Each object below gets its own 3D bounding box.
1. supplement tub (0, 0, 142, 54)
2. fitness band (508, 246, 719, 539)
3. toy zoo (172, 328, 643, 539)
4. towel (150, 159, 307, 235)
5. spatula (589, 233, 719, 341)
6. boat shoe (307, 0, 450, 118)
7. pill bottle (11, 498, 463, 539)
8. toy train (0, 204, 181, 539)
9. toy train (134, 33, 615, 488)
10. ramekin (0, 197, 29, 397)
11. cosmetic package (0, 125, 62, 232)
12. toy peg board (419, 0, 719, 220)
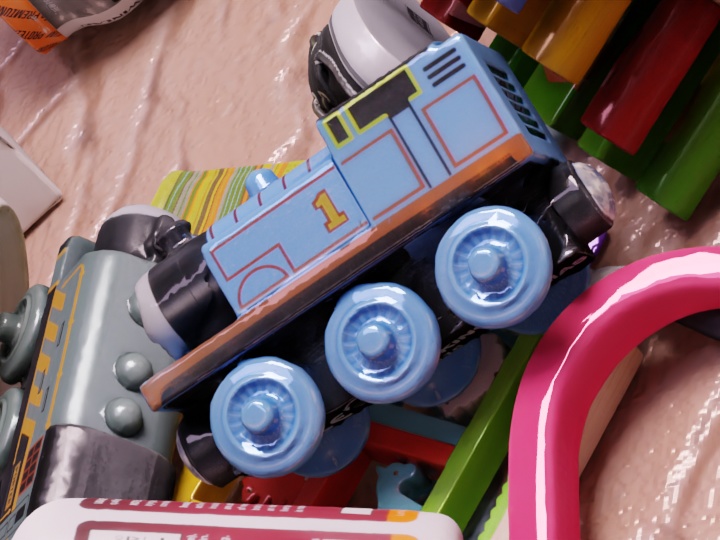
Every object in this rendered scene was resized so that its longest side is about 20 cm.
[{"bbox_3d":[-0.119,-0.211,1.445,0.200,0.123,0.123,-42,38,3],"label":"supplement tub"},{"bbox_3d":[0.121,0.078,1.017,0.143,0.037,0.201,-18,50,25],"label":"fitness band"},{"bbox_3d":[0.004,0.063,1.146,0.199,0.020,0.132,13,65,42],"label":"toy zoo"},{"bbox_3d":[-0.027,-0.019,1.269,0.199,0.018,0.086,-6,53,38],"label":"towel"},{"bbox_3d":[0.109,0.008,1.119,0.200,0.021,0.057,21,70,49],"label":"spatula"},{"bbox_3d":[0.007,-0.084,1.222,0.057,0.069,0.200,-49,6,10],"label":"boat shoe"},{"bbox_3d":[-0.064,0.139,1.014,0.199,0.113,0.113,2,50,5],"label":"pill bottle"},{"bbox_3d":[-0.114,0.067,1.191,0.114,0.085,0.201,-42,30,51],"label":"toy train"},{"bbox_3d":[0.000,0.000,1.098,0.199,0.087,0.115,-34,76,14],"label":"toy train"},{"bbox_3d":[-0.215,0.042,1.240,0.104,0.201,0.201,7,54,7],"label":"ramekin"},{"bbox_3d":[-0.260,-0.013,1.401,0.200,0.108,0.085,-44,37,-3],"label":"cosmetic package"},{"bbox_3d":[0.071,-0.116,1.141,0.098,0.199,0.200,-58,37,7],"label":"toy peg board"}]
